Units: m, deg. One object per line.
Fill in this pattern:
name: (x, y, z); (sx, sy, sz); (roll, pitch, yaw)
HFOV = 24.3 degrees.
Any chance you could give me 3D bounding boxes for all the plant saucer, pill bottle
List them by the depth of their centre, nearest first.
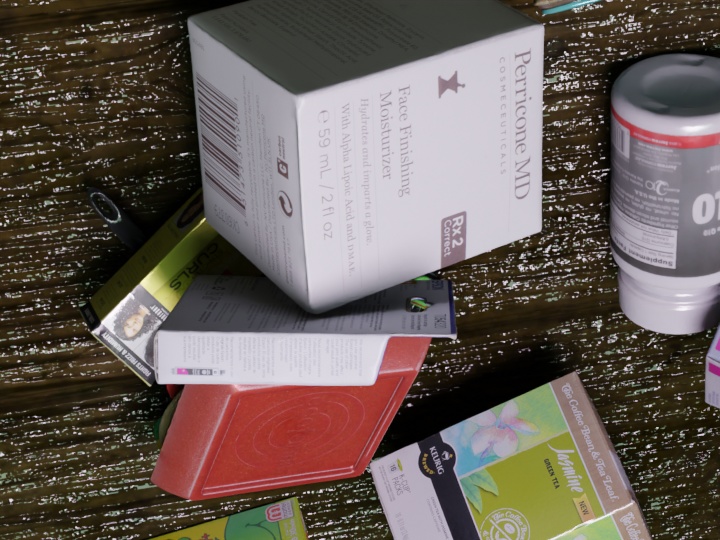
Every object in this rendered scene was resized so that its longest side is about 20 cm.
plant saucer: (-0.051, 0.118, 1.324); (0.198, 0.037, 0.200); (-6, 144, -26)
pill bottle: (0.254, -0.058, 1.325); (0.112, 0.114, 0.202); (-9, 125, -5)

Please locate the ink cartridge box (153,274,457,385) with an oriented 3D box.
ink cartridge box: (-0.033, 0.041, 1.168); (0.197, 0.196, 0.044); (2, 100, 2)

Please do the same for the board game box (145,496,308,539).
board game box: (-0.139, 0.275, 1.469); (0.198, 0.102, 0.048); (-16, 126, -1)

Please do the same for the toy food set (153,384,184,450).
toy food set: (-0.076, 0.106, 1.373); (0.196, 0.049, 0.201); (0, 142, -30)

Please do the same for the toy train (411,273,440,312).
toy train: (0.000, 0.000, 1.318); (0.056, 0.042, 0.199); (-43, 143, 18)

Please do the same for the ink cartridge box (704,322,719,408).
ink cartridge box: (0.331, 0.007, 1.353); (0.201, 0.042, 0.120); (-62, 161, -14)

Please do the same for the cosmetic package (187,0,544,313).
cosmetic package: (0.005, -0.101, 1.174); (0.198, 0.165, 0.167); (-20, 125, -25)

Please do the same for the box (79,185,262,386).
box: (-0.120, -0.010, 1.288); (0.200, 0.050, 0.075); (-44, 120, -1)

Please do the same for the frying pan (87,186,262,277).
frying pan: (-0.159, 0.017, 1.332); (0.189, 0.031, 0.116); (27, 105, -22)

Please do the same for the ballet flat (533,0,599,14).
ballet flat: (0.218, -0.242, 1.233); (0.197, 0.071, 0.071); (-13, 125, -2)

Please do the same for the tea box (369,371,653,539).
tea box: (0.139, 0.216, 1.433); (0.195, 0.135, 0.200); (-26, 148, 5)
